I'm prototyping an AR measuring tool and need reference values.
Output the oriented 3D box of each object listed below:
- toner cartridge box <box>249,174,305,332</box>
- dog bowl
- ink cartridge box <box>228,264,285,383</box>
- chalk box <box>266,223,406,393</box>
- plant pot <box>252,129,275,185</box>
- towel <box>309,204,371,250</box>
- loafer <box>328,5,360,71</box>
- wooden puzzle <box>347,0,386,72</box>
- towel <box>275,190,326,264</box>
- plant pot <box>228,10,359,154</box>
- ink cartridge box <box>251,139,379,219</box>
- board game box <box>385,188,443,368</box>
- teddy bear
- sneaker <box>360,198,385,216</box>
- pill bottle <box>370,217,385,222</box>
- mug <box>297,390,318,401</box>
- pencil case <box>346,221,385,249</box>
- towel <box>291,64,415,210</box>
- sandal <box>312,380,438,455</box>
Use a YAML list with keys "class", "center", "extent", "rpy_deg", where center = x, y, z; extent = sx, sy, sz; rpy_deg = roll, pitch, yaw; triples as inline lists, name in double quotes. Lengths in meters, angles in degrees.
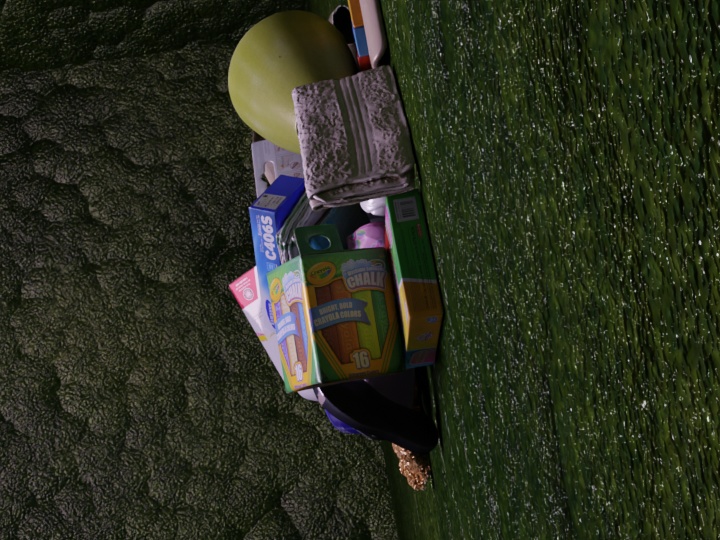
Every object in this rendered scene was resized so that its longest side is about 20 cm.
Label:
- class: "toner cartridge box"
  center: [-0.104, -0.021, 1.568]
  extent: [0.095, 0.043, 0.203]
  rpy_deg: [-50, -35, -48]
- class: "dog bowl"
  center: [0.011, 0.136, 1.650]
  extent: [0.200, 0.078, 0.204]
  rpy_deg: [-6, -90, -67]
- class: "ink cartridge box"
  center: [-0.096, 0.067, 1.784]
  extent: [0.085, 0.147, 0.202]
  rpy_deg: [-33, -87, -49]
- class: "chalk box"
  center: [-0.036, 0.040, 1.415]
  extent: [0.124, 0.123, 0.203]
  rpy_deg: [-22, 77, 63]
- class: "plant pot"
  center: [-0.057, -0.171, 1.865]
  extent: [0.200, 0.197, 0.179]
  rpy_deg: [-106, -2, -68]
- class: "towel"
  center: [0.000, 0.000, 1.568]
  extent: [0.202, 0.021, 0.147]
  rpy_deg: [62, -147, -18]
- class: "loafer"
  center: [-0.023, -0.314, 1.715]
  extent: [0.070, 0.074, 0.203]
  rpy_deg: [76, -176, -66]
- class: "wooden puzzle"
  center: [0.005, -0.313, 1.517]
  extent: [0.201, 0.037, 0.188]
  rpy_deg: [88, 173, -68]
- class: "towel"
  center: [-0.061, -0.019, 1.580]
  extent: [0.202, 0.030, 0.150]
  rpy_deg: [79, -150, -44]
- class: "plant pot"
  center: [-0.068, -0.233, 1.531]
  extent: [0.200, 0.184, 0.190]
  rpy_deg: [-126, 24, -58]
- class: "ink cartridge box"
  center: [-0.056, -0.137, 1.681]
  extent: [0.048, 0.197, 0.162]
  rpy_deg: [82, 178, -51]
- class: "board game box"
  center: [0.061, 0.015, 1.358]
  extent: [0.200, 0.040, 0.155]
  rpy_deg: [88, 173, -69]
- class: "teddy bear"
  center: [0.066, 0.247, 1.777]
  extent: [0.146, 0.066, 0.203]
  rpy_deg: [-108, 9, -60]
- class: "sneaker"
  center: [0.020, -0.154, 1.523]
  extent: [0.201, 0.069, 0.081]
  rpy_deg: [-113, 22, -55]
- class: "pill bottle"
  center: [-0.001, -0.029, 1.785]
  extent: [0.200, 0.111, 0.115]
  rpy_deg: [89, 172, -74]
- class: "mug"
  center: [-0.042, 0.126, 1.905]
  extent: [0.201, 0.173, 0.149]
  rpy_deg: [58, -162, -33]
- class: "pencil case"
  center: [0.034, 0.035, 1.510]
  extent: [0.087, 0.086, 0.203]
  rpy_deg: [94, 166, -79]
- class: "towel"
  center: [-0.010, -0.161, 1.334]
  extent: [0.035, 0.130, 0.202]
  rpy_deg: [77, -179, -51]
- class: "sandal"
  center: [0.015, 0.196, 1.501]
  extent: [0.043, 0.199, 0.077]
  rpy_deg: [-42, 26, 36]
